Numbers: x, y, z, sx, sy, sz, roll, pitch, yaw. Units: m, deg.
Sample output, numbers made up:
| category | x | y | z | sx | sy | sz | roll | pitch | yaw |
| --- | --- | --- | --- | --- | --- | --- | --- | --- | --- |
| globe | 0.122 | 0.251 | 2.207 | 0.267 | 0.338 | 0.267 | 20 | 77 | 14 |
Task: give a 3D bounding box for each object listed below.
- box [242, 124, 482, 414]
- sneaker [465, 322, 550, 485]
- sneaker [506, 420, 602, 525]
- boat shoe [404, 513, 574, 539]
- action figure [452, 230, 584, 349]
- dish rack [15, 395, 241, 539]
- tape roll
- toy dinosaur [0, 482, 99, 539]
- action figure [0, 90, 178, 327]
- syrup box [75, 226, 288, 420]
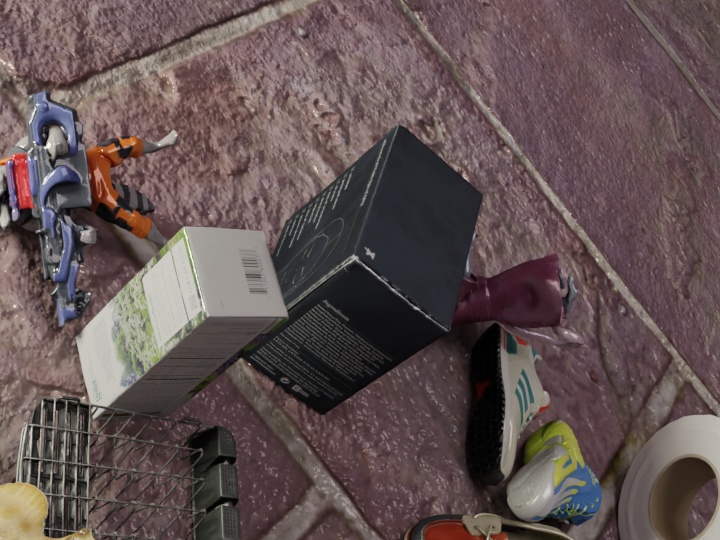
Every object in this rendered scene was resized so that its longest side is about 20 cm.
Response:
| category | x | y | z | sx | sy | sz | roll | pitch | yaw |
| --- | --- | --- | --- | --- | --- | --- | --- | --- | --- |
| box | 0.000 | 0.000 | 1.107 | 0.124 | 0.196 | 0.201 | 36 | 43 | -17 |
| sneaker | 0.174 | 0.154 | 1.254 | 0.093 | 0.070 | 0.201 | 25 | 44 | -20 |
| sneaker | 0.220 | 0.236 | 1.208 | 0.105 | 0.076 | 0.200 | 51 | 24 | -2 |
| boat shoe | 0.133 | 0.279 | 1.132 | 0.198 | 0.062 | 0.072 | 17 | 53 | -33 |
| action figure | 0.135 | 0.037 | 1.257 | 0.198 | 0.134 | 0.151 | -11 | 75 | 0 |
| dish rack | -0.185 | 0.184 | 0.912 | 0.198 | 0.055 | 0.155 | 16 | 50 | -33 |
| tape roll | 0.387 | 0.268 | 1.272 | 0.070 | 0.202 | 0.204 | 26 | 46 | -26 |
| toy dinosaur | -0.278 | 0.188 | 0.812 | 0.198 | 0.059 | 0.101 | 23 | 52 | 18 |
| action figure | -0.254 | -0.049 | 1.011 | 0.192 | 0.104 | 0.203 | 3 | 85 | -34 |
| syrup box | -0.152 | 0.048 | 0.926 | 0.081 | 0.200 | 0.079 | 2 | 60 | -40 |
